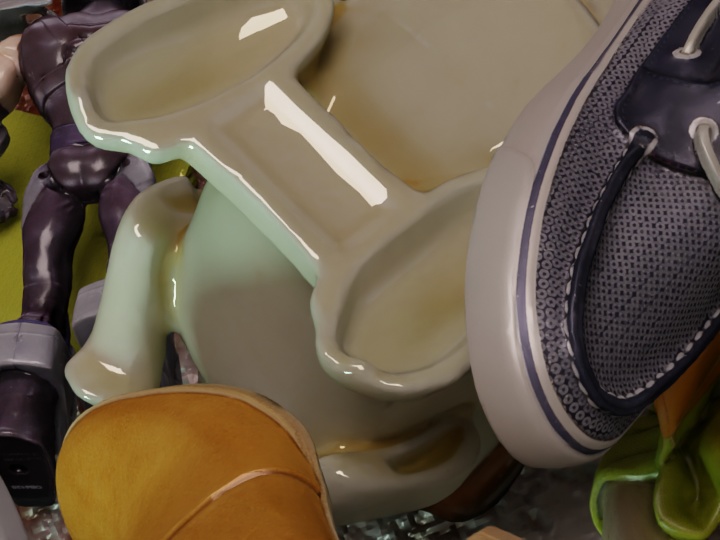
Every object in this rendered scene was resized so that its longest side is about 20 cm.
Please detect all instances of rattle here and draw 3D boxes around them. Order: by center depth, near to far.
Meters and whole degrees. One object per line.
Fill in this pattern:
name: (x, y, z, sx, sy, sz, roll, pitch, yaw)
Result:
rattle: (0.156, 0.070, 0.726, 0.130, 0.143, 0.200, -9, 40, -30)

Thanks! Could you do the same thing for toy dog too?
toy dog: (0.000, 0.000, 0.772, 0.139, 0.200, 0.194, 35, 59, 15)

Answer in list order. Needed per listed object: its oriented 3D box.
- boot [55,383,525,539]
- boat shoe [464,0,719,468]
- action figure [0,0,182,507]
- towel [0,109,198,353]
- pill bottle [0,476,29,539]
boot: (-0.055, 0.094, 0.624, 0.144, 0.071, 0.201, -29, 28, -36)
boat shoe: (0.100, -0.035, 0.656, 0.092, 0.075, 0.200, -10, 38, 38)
action figure: (-0.091, -0.027, 0.879, 0.129, 0.069, 0.201, -9, 58, 18)
towel: (-0.161, -0.025, 0.942, 0.199, 0.018, 0.086, 15, 69, 21)
pill bottle: (-0.207, 0.120, 0.792, 0.199, 0.120, 0.120, -25, 55, 12)
